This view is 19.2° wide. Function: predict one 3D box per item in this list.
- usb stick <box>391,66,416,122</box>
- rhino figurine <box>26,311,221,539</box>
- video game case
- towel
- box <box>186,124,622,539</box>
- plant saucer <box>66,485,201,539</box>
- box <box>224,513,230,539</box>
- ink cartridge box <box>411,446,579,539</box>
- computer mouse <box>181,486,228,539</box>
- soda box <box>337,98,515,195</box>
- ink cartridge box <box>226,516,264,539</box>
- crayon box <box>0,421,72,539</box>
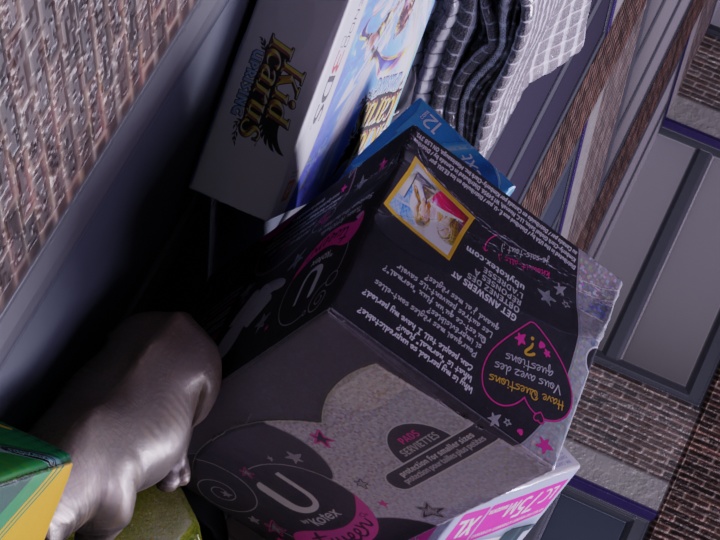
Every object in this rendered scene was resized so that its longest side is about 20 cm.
[{"bbox_3d":[0.002,-0.046,1.294,0.200,0.033,0.056,101,16,-47],"label":"usb stick"},{"bbox_3d":[-0.118,0.087,0.893,0.200,0.060,0.088,-53,167,-49],"label":"rhino figurine"},{"bbox_3d":[-0.006,-0.125,1.047,0.200,0.045,0.182,-31,144,-74],"label":"video game case"},{"bbox_3d":[0.093,-0.173,1.335,0.166,0.085,0.200,-58,167,-37],"label":"towel"},{"bbox_3d":[0.003,0.047,0.995,0.200,0.132,0.115,-33,-154,52],"label":"box"},{"bbox_3d":[-0.117,0.210,1.012,0.200,0.048,0.201,-53,142,-54],"label":"plant saucer"},{"bbox_3d":[-0.067,0.108,1.255,0.200,0.041,0.119,-54,164,-44],"label":"box"},{"bbox_3d":[0.025,0.171,1.146,0.119,0.042,0.200,-9,142,-54],"label":"ink cartridge box"},{"bbox_3d":[-0.111,0.188,1.168,0.034,0.058,0.200,-82,-172,-55],"label":"computer mouse"},{"bbox_3d":[0.000,0.000,1.108,0.064,0.068,0.200,-44,175,-36],"label":"soda box"},{"bbox_3d":[0.018,0.110,1.250,0.145,0.084,0.200,-48,174,11],"label":"ink cartridge box"},{"bbox_3d":[-0.176,0.149,0.726,0.119,0.058,0.201,-6,118,-78],"label":"crayon box"}]
